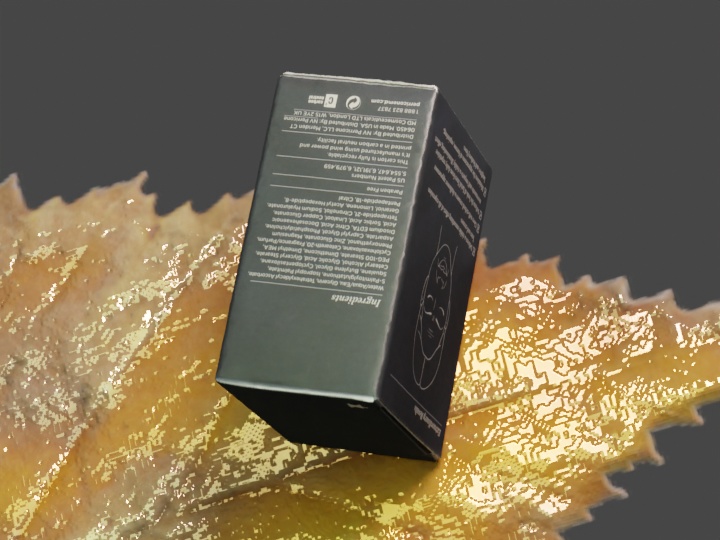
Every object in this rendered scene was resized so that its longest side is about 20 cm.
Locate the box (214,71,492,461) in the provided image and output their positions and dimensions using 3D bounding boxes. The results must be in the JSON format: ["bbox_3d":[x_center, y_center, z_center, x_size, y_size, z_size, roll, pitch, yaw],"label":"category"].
[{"bbox_3d":[0.000,0.000,1.599,0.107,0.148,0.201,5,73,18],"label":"box"}]
